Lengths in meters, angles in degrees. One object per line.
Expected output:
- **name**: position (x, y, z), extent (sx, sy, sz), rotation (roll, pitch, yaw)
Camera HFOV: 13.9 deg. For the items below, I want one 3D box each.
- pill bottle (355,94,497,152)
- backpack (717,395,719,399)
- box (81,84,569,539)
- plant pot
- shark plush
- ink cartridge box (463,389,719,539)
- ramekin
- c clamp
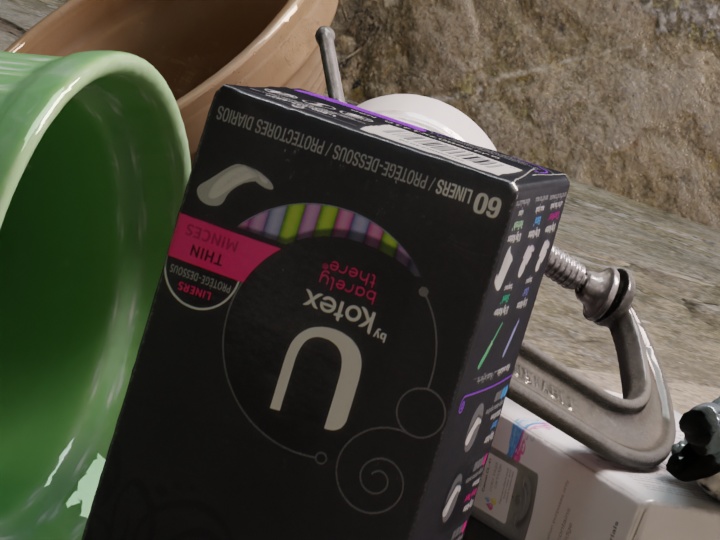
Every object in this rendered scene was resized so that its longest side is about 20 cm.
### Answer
- **pill bottle**: position (0.000, 0.000, 1.301), extent (0.114, 0.115, 0.200), rotation (18, 26, 7)
- **backpack**: position (0.255, 0.087, 1.383), extent (0.150, 0.201, 0.177), rotation (-13, 25, -32)
- **box**: position (-0.014, 0.042, 1.098), extent (0.122, 0.201, 0.106), rotation (18, 8, 13)
- **plant pot**: position (-0.087, -0.073, 1.395), extent (0.093, 0.201, 0.201), rotation (59, -14, -27)
- **shark plush**: position (0.159, 0.052, 1.216), extent (0.091, 0.084, 0.200), rotation (26, 12, 33)
- **ink cartridge box**: position (0.119, 0.116, 1.298), extent (0.147, 0.086, 0.200), rotation (12, 9, -29)
- **ramekin**: position (-0.145, 0.010, 1.097), extent (0.097, 0.201, 0.200), rotation (12, 6, 18)
- **c clamp**: position (0.060, -0.006, 1.241), extent (0.200, 0.027, 0.171), rotation (36, 29, -21)
